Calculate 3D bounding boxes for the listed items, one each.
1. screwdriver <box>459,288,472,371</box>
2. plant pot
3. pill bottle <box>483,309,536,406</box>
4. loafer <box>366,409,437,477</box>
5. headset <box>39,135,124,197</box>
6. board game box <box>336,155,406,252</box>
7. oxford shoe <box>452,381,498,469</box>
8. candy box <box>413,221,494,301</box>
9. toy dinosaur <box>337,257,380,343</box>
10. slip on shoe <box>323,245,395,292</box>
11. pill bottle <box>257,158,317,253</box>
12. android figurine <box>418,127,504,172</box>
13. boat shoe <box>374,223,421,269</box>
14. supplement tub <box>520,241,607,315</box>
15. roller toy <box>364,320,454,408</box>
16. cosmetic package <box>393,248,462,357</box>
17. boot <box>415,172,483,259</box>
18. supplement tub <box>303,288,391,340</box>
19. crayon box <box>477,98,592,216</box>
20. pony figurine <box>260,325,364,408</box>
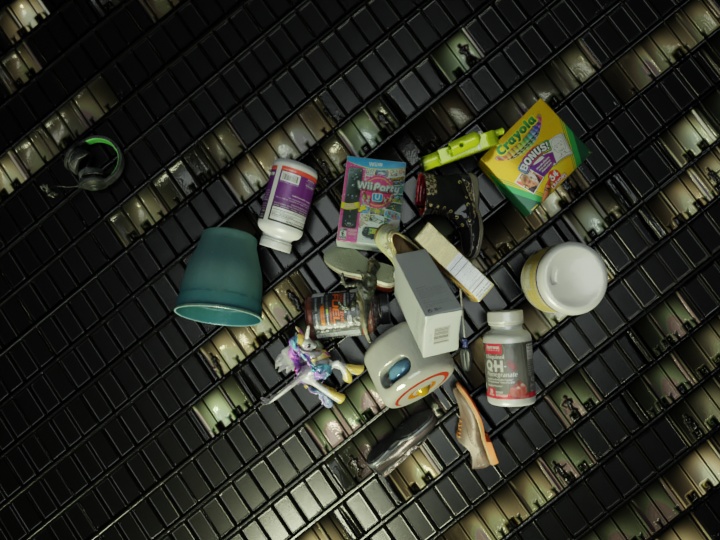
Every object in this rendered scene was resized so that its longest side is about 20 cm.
[{"bbox_3d":[0.234,0.140,1.200,0.028,0.028,0.206,-21,110,-23],"label":"screwdriver"},{"bbox_3d":[-0.312,0.013,1.201,0.193,0.201,0.194,2,72,4],"label":"plant pot"},{"bbox_3d":[0.334,0.194,1.182,0.107,0.111,0.207,-4,87,3],"label":"pill bottle"},{"bbox_3d":[0.104,0.403,1.217,0.198,0.072,0.063,-39,105,7],"label":"loafer"},{"bbox_3d":[-0.676,-0.249,1.274,0.199,0.094,0.124,-41,86,-10],"label":"headset"},{"bbox_3d":[0.026,-0.153,1.226,0.143,0.064,0.207,6,78,3],"label":"board game box"},{"bbox_3d":[0.248,0.359,1.202,0.071,0.071,0.205,-23,87,7],"label":"oxford shoe"},{"bbox_3d":[0.207,-0.016,1.196,0.199,0.115,0.055,44,91,4],"label":"candy box"},{"bbox_3d":[-0.005,0.052,1.147,0.085,0.048,0.206,7,65,1],"label":"toy dinosaur"},{"bbox_3d":[0.000,0.000,1.236,0.195,0.062,0.075,21,62,16],"label":"slip on shoe"},{"bbox_3d":[-0.175,-0.150,1.229,0.109,0.112,0.206,15,89,4],"label":"pill bottle"},{"bbox_3d":[0.226,-0.273,1.175,0.195,0.182,0.042,-21,95,5],"label":"android figurine"},{"bbox_3d":[0.107,-0.022,1.157,0.199,0.062,0.074,40,82,-32],"label":"boat shoe"},{"bbox_3d":[0.432,0.019,1.138,0.140,0.200,0.151,0,88,3],"label":"supplement tub"},{"bbox_3d":[0.109,0.210,1.148,0.178,0.202,0.142,-21,62,-17],"label":"roller toy"},{"bbox_3d":[0.131,0.061,1.067,0.079,0.202,0.115,-9,130,-9],"label":"cosmetic package"},{"bbox_3d":[0.203,-0.130,1.197,0.146,0.073,0.207,2,83,-22],"label":"boot"},{"bbox_3d":[-0.028,0.098,1.211,0.193,0.107,0.111,-8,87,3],"label":"supplement tub"},{"bbox_3d":[0.403,-0.262,1.223,0.200,0.058,0.173,-44,86,1],"label":"crayon box"},{"bbox_3d":[-0.117,0.227,1.186,0.199,0.168,0.193,38,115,-22],"label":"pony figurine"}]
